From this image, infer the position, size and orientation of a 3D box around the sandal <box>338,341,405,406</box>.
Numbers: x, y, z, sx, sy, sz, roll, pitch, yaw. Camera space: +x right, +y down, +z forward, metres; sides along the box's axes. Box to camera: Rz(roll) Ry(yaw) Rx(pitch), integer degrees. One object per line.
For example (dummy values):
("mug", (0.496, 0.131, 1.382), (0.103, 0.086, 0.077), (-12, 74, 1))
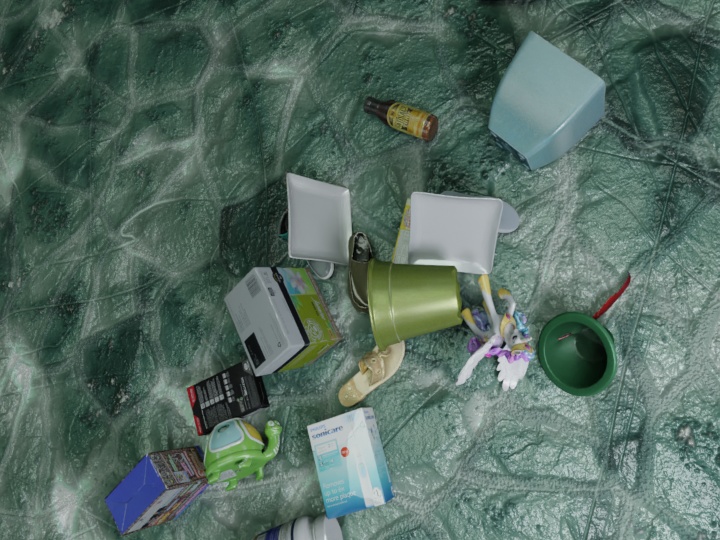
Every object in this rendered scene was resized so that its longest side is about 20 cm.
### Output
("sandal", (0.022, 0.233, 1.259), (0.212, 0.069, 0.078), (-47, 69, 5))

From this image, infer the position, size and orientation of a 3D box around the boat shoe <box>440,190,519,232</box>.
("boat shoe", (0.258, -0.121, 1.247), (0.195, 0.086, 0.077), (10, 73, -5))

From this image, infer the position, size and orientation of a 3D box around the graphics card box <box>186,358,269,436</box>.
("graphics card box", (-0.334, 0.319, 1.377), (0.196, 0.051, 0.129), (-27, 71, 14))

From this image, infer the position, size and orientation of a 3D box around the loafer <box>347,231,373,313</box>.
("loafer", (0.000, 0.000, 1.304), (0.072, 0.070, 0.207), (-8, 75, -3))

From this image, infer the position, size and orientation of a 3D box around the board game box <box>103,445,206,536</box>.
("board game box", (-0.471, 0.518, 1.304), (0.159, 0.200, 0.097), (-45, 68, 4))

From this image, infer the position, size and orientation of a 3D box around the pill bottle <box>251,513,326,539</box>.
("pill bottle", (-0.142, 0.620, 1.213), (0.195, 0.119, 0.123), (-26, 72, 12))

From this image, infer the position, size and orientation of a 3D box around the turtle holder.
("turtle holder", (-0.286, 0.420, 1.295), (0.183, 0.140, 0.134), (-35, 53, 18))

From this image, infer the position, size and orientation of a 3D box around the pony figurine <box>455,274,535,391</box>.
("pony figurine", (0.279, 0.143, 1.140), (0.161, 0.197, 0.203), (2, 42, -21))

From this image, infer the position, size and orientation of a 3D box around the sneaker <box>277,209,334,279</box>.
("sneaker", (-0.140, -0.074, 1.343), (0.083, 0.120, 0.204), (-37, 69, 22))

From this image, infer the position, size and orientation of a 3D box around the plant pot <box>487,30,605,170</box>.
("plant pot", (0.386, -0.344, 1.189), (0.196, 0.195, 0.202), (45, 103, 21))

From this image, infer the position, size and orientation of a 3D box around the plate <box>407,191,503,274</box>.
("plate", (0.204, -0.086, 1.204), (0.193, 0.204, 0.033), (6, 40, 9))

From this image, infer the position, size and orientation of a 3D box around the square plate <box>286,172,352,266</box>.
("square plate", (-0.100, -0.117, 1.322), (0.028, 0.196, 0.206), (-17, 71, 46))

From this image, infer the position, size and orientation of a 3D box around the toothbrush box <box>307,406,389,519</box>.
("toothbrush box", (-0.022, 0.428, 1.228), (0.142, 0.085, 0.206), (-19, 72, 14))

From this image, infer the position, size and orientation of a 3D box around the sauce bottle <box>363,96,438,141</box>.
("sauce bottle", (0.097, -0.382, 1.360), (0.195, 0.066, 0.068), (24, 87, 22))

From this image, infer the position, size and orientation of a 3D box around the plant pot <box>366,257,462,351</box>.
("plant pot", (0.125, 0.063, 1.194), (0.183, 0.200, 0.208), (-7, 76, 13))

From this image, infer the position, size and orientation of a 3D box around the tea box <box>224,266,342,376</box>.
("tea box", (-0.178, 0.113, 1.273), (0.133, 0.194, 0.204), (-38, 70, 27))

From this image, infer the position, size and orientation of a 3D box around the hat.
("hat", (0.495, 0.145, 1.140), (0.200, 0.173, 0.169), (-48, 65, 45))

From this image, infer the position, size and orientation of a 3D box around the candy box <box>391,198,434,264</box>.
("candy box", (0.135, -0.063, 1.302), (0.099, 0.026, 0.207), (13, 84, 22))
